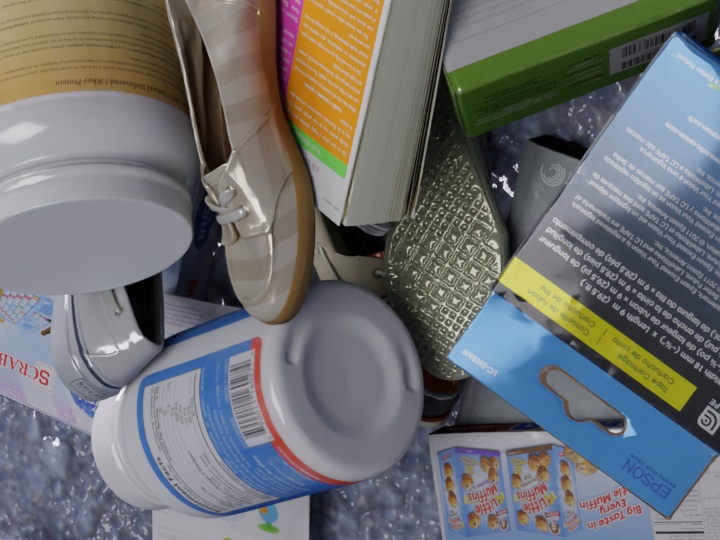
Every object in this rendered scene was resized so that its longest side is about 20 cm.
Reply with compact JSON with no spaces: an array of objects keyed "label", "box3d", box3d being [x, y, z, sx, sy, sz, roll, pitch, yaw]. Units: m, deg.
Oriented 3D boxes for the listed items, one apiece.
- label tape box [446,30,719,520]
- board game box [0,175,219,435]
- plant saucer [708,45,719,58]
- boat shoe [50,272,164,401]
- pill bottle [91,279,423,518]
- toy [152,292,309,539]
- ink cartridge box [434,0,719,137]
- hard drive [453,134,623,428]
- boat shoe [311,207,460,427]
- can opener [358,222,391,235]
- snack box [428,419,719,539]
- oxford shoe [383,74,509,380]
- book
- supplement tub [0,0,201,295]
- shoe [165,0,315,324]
[{"label":"label tape box","box3d":[0.159,0.000,1.088,0.144,0.063,0.200,36,100,3]},{"label":"board game box","box3d":[-0.191,-0.007,1.386,0.199,0.041,0.200,22,109,25]},{"label":"plant saucer","box3d":[0.216,-0.022,1.125,0.199,0.031,0.201,1,98,8]},{"label":"boat shoe","box3d":[-0.140,-0.017,1.258,0.067,0.073,0.201,-27,53,25]},{"label":"pill bottle","box3d":[-0.066,0.080,1.220,0.200,0.112,0.113,-20,89,49]},{"label":"toy","box3d":[-0.073,0.113,1.339,0.115,0.047,0.201,11,108,25]},{"label":"ink cartridge box","box3d":[0.087,-0.195,1.138,0.147,0.076,0.201,-20,74,2]},{"label":"hard drive","box3d":[0.136,0.039,1.212,0.139,0.033,0.201,22,109,25]},{"label":"boat shoe","box3d":[0.000,0.000,1.262,0.063,0.071,0.200,-45,70,33]},{"label":"can opener","box3d":[-0.024,-0.102,1.228,0.067,0.053,0.200,-42,53,19]},{"label":"snack box","box3d":[0.133,0.120,1.195,0.199,0.024,0.072,-4,98,30]},{"label":"oxford shoe","box3d":[0.048,-0.038,1.226,0.075,0.058,0.201,-11,86,16]},{"label":"book","box3d":[-0.010,-0.142,1.112,0.134,0.048,0.201,38,125,46]},{"label":"supplement tub","box3d":[-0.164,-0.102,1.176,0.144,0.144,0.201,-25,63,31]},{"label":"shoe","box3d":[-0.068,-0.069,1.125,0.070,0.053,0.201,-25,71,57]}]
